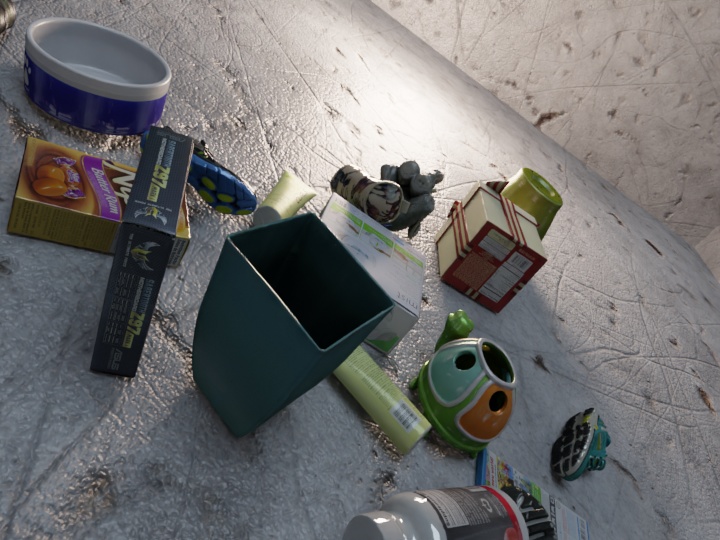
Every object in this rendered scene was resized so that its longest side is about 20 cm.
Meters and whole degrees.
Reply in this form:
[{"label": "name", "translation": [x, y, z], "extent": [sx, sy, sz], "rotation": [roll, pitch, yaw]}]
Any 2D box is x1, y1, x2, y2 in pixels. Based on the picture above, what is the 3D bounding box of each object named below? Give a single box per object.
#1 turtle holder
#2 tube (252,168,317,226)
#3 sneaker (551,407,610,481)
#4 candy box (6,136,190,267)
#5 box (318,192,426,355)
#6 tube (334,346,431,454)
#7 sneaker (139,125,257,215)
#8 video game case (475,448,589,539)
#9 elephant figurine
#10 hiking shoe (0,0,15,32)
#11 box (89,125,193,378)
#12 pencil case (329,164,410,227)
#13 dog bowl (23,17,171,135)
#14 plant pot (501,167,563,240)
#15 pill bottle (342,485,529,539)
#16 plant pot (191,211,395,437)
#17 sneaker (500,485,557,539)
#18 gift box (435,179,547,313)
[{"label": "turtle holder", "translation": [0.161, 0.161, 0.804], "extent": [0.139, 0.133, 0.186], "rotation": [36, 32, -1]}, {"label": "tube", "translation": [-0.128, -0.122, 0.940], "extent": [0.201, 0.050, 0.060], "rotation": [-68, 146, -62]}, {"label": "sneaker", "translation": [0.381, 0.298, 0.921], "extent": [0.198, 0.077, 0.081], "rotation": [-17, 69, -53]}, {"label": "candy box", "translation": [-0.317, -0.083, 0.688], "extent": [0.195, 0.057, 0.119], "rotation": [15, 38, -36]}, {"label": "box", "translation": [0.000, 0.000, 0.871], "extent": [0.197, 0.097, 0.178], "rotation": [33, 33, -10]}, {"label": "tube", "translation": [0.010, 0.150, 0.735], "extent": [0.200, 0.052, 0.058], "rotation": [46, -9, 17]}, {"label": "sneaker", "translation": [-0.239, -0.160, 0.847], "extent": [0.196, 0.071, 0.084], "rotation": [33, 38, -4]}, {"label": "video game case", "translation": [0.238, 0.354, 0.753], "extent": [0.197, 0.018, 0.144], "rotation": [37, 33, -5]}, {"label": "elephant figurine", "translation": [0.101, -0.139, 1.130], "extent": [0.200, 0.149, 0.147], "rotation": [9, 72, -77]}, {"label": "hiking shoe", "translation": [-0.598, -0.396, 0.766], "extent": [0.195, 0.076, 0.102], "rotation": [20, 33, -29]}, {"label": "box", "translation": [-0.223, -0.017, 0.565], "extent": [0.049, 0.203, 0.161], "rotation": [14, 37, -21]}, {"label": "pencil case", "translation": [0.010, -0.140, 1.004], "extent": [0.088, 0.080, 0.200], "rotation": [24, 9, -28]}, {"label": "dog bowl", "translation": [-0.389, -0.290, 0.822], "extent": [0.194, 0.080, 0.203], "rotation": [21, 32, -14]}, {"label": "plant pot", "translation": [0.378, -0.131, 1.329], "extent": [0.196, 0.194, 0.204], "rotation": [25, 34, -19]}, {"label": "pill bottle", "translation": [0.079, 0.292, 0.579], "extent": [0.195, 0.112, 0.113], "rotation": [11, 40, -36]}, {"label": "plant pot", "translation": [-0.091, 0.071, 0.592], "extent": [0.142, 0.202, 0.140], "rotation": [46, 33, 14]}, {"label": "sneaker", "translation": [0.204, 0.365, 0.652], "extent": [0.075, 0.091, 0.205], "rotation": [-15, 59, -1]}, {"label": "gift box", "translation": [0.279, -0.062, 1.145], "extent": [0.182, 0.201, 0.189], "rotation": [32, 30, -17]}]
